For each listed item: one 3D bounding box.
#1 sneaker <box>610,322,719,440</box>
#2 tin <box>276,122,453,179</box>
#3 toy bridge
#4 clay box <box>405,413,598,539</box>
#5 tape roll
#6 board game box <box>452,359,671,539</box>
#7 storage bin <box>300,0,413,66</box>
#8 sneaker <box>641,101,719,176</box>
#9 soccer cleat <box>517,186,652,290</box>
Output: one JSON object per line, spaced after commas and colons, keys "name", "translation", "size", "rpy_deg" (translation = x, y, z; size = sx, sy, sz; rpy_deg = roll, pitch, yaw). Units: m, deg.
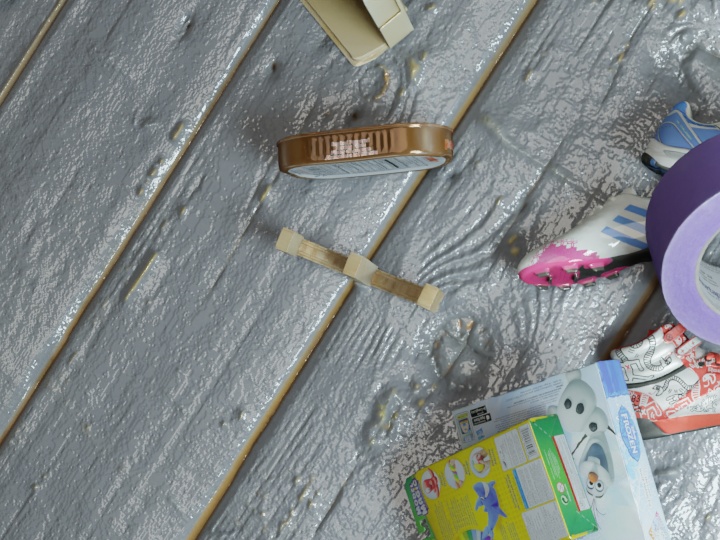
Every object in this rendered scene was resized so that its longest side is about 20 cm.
{"name": "sneaker", "translation": [0.349, 0.099, 1.050], "size": [0.200, 0.067, 0.109], "rpy_deg": [-14, 80, 17]}
{"name": "tin", "translation": [0.005, -0.129, 1.167], "size": [0.198, 0.112, 0.042], "rpy_deg": [-4, 90, 16]}
{"name": "toy bridge", "translation": [0.000, 0.000, 1.168], "size": [0.199, 0.067, 0.027], "rpy_deg": [22, 87, 20]}
{"name": "clay box", "translation": [0.130, 0.229, 1.043], "size": [0.200, 0.047, 0.116], "rpy_deg": [-36, 65, 46]}
{"name": "tape roll", "translation": [0.373, -0.029, 0.993], "size": [0.198, 0.201, 0.085], "rpy_deg": [-15, 34, 13]}
{"name": "board game box", "translation": [0.193, 0.210, 1.039], "size": [0.199, 0.043, 0.201], "rpy_deg": [-27, 71, 46]}
{"name": "storage bin", "translation": [-0.045, -0.347, 1.170], "size": [0.094, 0.200, 0.199], "rpy_deg": [-38, 73, 5]}
{"name": "sneaker", "translation": [0.389, -0.110, 1.067], "size": [0.199, 0.076, 0.078], "rpy_deg": [23, 92, 17]}
{"name": "soccer cleat", "translation": [0.258, -0.037, 1.105], "size": [0.198, 0.070, 0.087], "rpy_deg": [-12, 68, 9]}
